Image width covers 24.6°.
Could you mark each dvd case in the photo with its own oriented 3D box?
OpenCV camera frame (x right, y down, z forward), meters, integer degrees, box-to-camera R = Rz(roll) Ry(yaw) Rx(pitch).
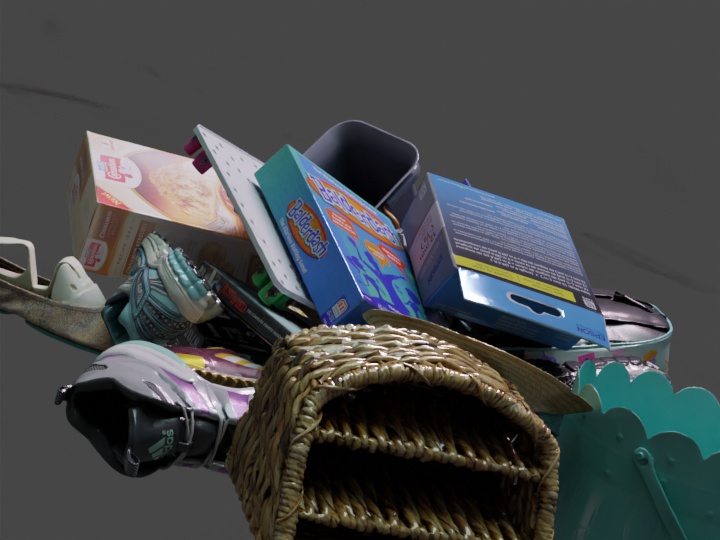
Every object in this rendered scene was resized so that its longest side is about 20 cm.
[{"bbox_3d":[-0.040,0.060,1.339,0.146,0.022,0.200,31,1,-33],"label":"dvd case"}]

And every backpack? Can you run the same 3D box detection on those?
[{"bbox_3d":[0.189,0.090,1.541,0.199,0.154,0.176,-11,17,-13],"label":"backpack"}]

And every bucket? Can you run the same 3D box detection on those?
[{"bbox_3d":[0.243,0.171,1.314,0.206,0.135,0.207,18,12,-4],"label":"bucket"}]

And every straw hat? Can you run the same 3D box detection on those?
[{"bbox_3d":[0.070,0.104,1.227,0.200,0.085,0.201,22,-9,4],"label":"straw hat"}]

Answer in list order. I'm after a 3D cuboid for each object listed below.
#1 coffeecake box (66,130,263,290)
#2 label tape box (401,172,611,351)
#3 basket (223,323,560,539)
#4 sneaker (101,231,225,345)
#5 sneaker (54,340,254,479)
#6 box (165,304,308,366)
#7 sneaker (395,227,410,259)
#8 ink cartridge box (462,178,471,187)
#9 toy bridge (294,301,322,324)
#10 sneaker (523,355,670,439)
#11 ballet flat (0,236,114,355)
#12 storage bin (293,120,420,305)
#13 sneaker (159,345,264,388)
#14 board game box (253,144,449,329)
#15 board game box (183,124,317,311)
[{"bbox_3d":[-0.164,-0.044,1.528,0.199,0.073,0.154,13,25,-20],"label":"coffeecake box"},{"bbox_3d":[0.122,0.009,1.415,0.143,0.066,0.200,18,31,-18],"label":"label tape box"},{"bbox_3d":[0.033,0.131,1.067,0.199,0.143,0.149,15,23,-25],"label":"basket"},{"bbox_3d":[-0.178,0.022,1.360,0.078,0.086,0.200,57,-10,-8],"label":"sneaker"},{"bbox_3d":[-0.118,0.119,1.142,0.199,0.078,0.140,17,15,13],"label":"sneaker"},{"bbox_3d":[-0.097,0.065,1.493,0.158,0.046,0.200,15,11,-23],"label":"box"},{"bbox_3d":[0.092,-0.019,1.560,0.114,0.075,0.200,-16,6,9],"label":"sneaker"},{"bbox_3d":[0.124,0.007,1.760,0.076,0.201,0.136,-19,12,2],"label":"ink cartridge box"},{"bbox_3d":[0.015,0.070,1.579,0.067,0.027,0.200,42,5,36],"label":"toy bridge"},{"bbox_3d":[0.175,0.124,1.415,0.199,0.080,0.078,0,20,-16],"label":"sneaker"},{"bbox_3d":[-0.273,0.014,1.383,0.199,0.067,0.068,20,11,1],"label":"ballet flat"},{"bbox_3d":[-0.012,-0.030,1.697,0.145,0.200,0.135,27,-25,37],"label":"storage bin"},{"bbox_3d":[-0.080,0.098,1.279,0.199,0.075,0.090,18,16,-12],"label":"sneaker"},{"bbox_3d":[0.000,0.000,1.391,0.152,0.045,0.200,34,21,-44],"label":"board game box"},{"bbox_3d":[-0.054,-0.017,1.421,0.200,0.026,0.200,30,24,-49],"label":"board game box"}]
